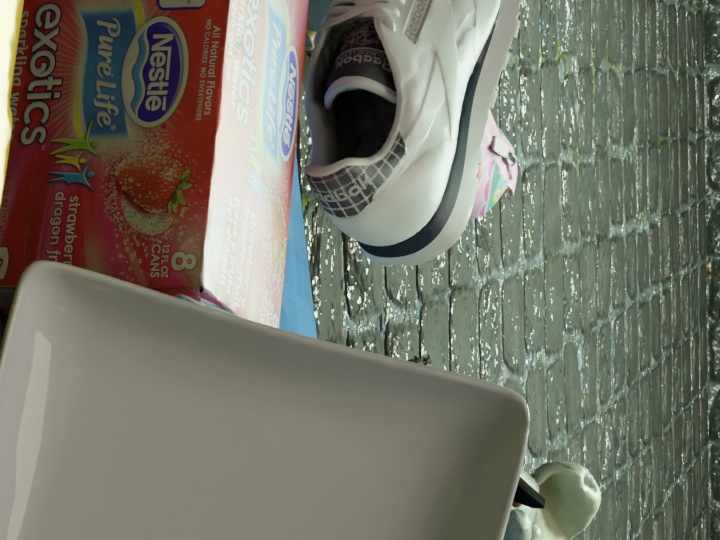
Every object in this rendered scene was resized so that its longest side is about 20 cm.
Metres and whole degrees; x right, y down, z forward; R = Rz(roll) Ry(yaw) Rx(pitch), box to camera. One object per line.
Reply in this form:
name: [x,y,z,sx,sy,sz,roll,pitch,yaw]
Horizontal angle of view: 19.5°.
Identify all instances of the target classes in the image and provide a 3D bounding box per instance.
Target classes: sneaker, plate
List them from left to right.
plate: [-0.053,0.117,0.762,0.032,0.199,0.201,168,-63,-75]
sneaker: [0.018,-0.105,0.920,0.080,0.076,0.201,37,49,-46]

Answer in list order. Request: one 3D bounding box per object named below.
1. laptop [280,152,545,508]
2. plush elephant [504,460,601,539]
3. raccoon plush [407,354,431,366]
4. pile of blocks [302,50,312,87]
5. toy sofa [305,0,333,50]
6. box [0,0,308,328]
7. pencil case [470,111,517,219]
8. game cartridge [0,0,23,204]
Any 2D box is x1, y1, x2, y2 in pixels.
laptop: [0.000,0.000,0.934,0.117,0.199,0.187,-63,158,-7]
plush elephant: [0.070,0.178,1.246,0.200,0.163,0.156,-125,-138,-68]
raccoon plush: [-0.008,0.068,1.104,0.201,0.096,0.135,72,17,-46]
pile of blocks: [-0.006,-0.190,1.110,0.062,0.081,0.202,45,48,-67]
toy sofa: [-0.029,-0.205,0.969,0.083,0.097,0.201,-45,139,-29]
box: [-0.082,-0.074,0.827,0.095,0.099,0.202,45,46,-66]
pencil case: [0.040,-0.109,1.263,0.200,0.087,0.088,64,31,-54]
game cartridge: [-0.146,-0.092,0.613,0.176,0.032,0.202,42,48,-68]
